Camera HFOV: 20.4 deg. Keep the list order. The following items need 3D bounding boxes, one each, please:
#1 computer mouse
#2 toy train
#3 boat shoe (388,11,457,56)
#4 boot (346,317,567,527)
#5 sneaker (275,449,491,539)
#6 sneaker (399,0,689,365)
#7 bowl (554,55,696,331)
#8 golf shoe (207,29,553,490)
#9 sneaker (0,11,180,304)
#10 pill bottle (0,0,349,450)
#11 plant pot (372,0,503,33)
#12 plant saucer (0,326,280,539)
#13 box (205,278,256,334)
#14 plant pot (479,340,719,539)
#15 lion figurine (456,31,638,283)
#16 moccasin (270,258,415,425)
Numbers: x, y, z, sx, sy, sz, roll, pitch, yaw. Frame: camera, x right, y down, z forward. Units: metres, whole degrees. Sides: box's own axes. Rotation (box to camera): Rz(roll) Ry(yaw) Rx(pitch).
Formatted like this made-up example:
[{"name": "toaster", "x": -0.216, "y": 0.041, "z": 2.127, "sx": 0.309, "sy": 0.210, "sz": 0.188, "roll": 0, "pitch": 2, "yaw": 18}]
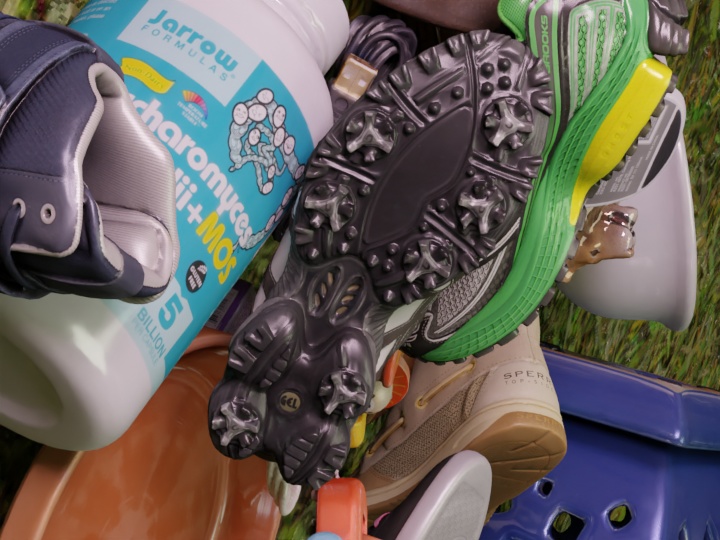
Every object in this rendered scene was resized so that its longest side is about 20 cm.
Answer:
[{"name": "computer mouse", "x": 0.055, "y": -0.063, "z": 0.886, "sx": 0.199, "sy": 0.044, "sz": 0.110, "roll": -2, "pitch": 129, "yaw": -32}, {"name": "toy train", "x": -0.003, "y": 0.085, "z": 0.932, "sx": 0.200, "sy": 0.055, "sz": 0.151, "roll": 79, "pitch": 12, "yaw": -65}, {"name": "boat shoe", "x": 0.051, "y": -0.142, "z": 1.005, "sx": 0.072, "sy": 0.068, "sz": 0.201, "roll": -48, "pitch": 147, "yaw": -35}, {"name": "boot", "x": 0.041, "y": 0.065, "z": 1.126, "sx": 0.200, "sy": 0.072, "sz": 0.156, "roll": -43, "pitch": -141, "yaw": 48}, {"name": "sneaker", "x": -0.011, "y": 0.157, "z": 1.059, "sx": 0.071, "sy": 0.099, "sz": 0.201, "roll": 2, "pitch": 123, "yaw": -52}, {"name": "sneaker", "x": 0.052, "y": -0.046, "z": 0.824, "sx": 0.078, "sy": 0.085, "sz": 0.201, "roll": -95, "pitch": -154, "yaw": -53}, {"name": "bowl", "x": 0.129, "y": -0.057, "z": 1.163, "sx": 0.201, "sy": 0.090, "sz": 0.202, "roll": 170, "pitch": -90, "yaw": -89}, {"name": "golf shoe", "x": 0.005, "y": -0.015, "z": 0.778, "sx": 0.200, "sy": 0.078, "sz": 0.095, "roll": -55, "pitch": -174, "yaw": 21}, {"name": "sneaker", "x": -0.143, "y": 0.008, "z": 0.629, "sx": 0.203, "sy": 0.146, "sz": 0.077, "roll": -66, "pitch": 157, "yaw": -4}, {"name": "pill bottle", "x": -0.083, "y": -0.039, "z": 0.757, "sx": 0.200, "sy": 0.110, "sz": 0.111, "roll": -56, "pitch": 153, "yaw": -28}, {"name": "plant pot", "x": 0.072, "y": -0.212, "z": 0.848, "sx": 0.200, "sy": 0.199, "sz": 0.199, "roll": -28, "pitch": 137, "yaw": -56}, {"name": "plant saucer", "x": -0.097, "y": 0.119, "z": 0.855, "sx": 0.200, "sy": 0.032, "sz": 0.201, "roll": -43, "pitch": 143, "yaw": -44}, {"name": "box", "x": -0.097, "y": 0.115, "z": 0.935, "sx": 0.201, "sy": 0.039, "sz": 0.137, "roll": -59, "pitch": 153, "yaw": -23}, {"name": "plant pot", "x": 0.132, "y": 0.143, "z": 1.255, "sx": 0.200, "sy": 0.199, "sz": 0.181, "roll": 14, "pitch": 90, "yaw": -65}, {"name": "lion figurine", "x": 0.076, "y": -0.065, "z": 0.980, "sx": 0.199, "sy": 0.072, "sz": 0.123, "roll": 16, "pitch": 106, "yaw": -47}, {"name": "moccasin", "x": -0.002, "y": -0.001, "z": 1.014, "sx": 0.078, "sy": 0.073, "sz": 0.202, "roll": -54, "pitch": 163, "yaw": -50}]
